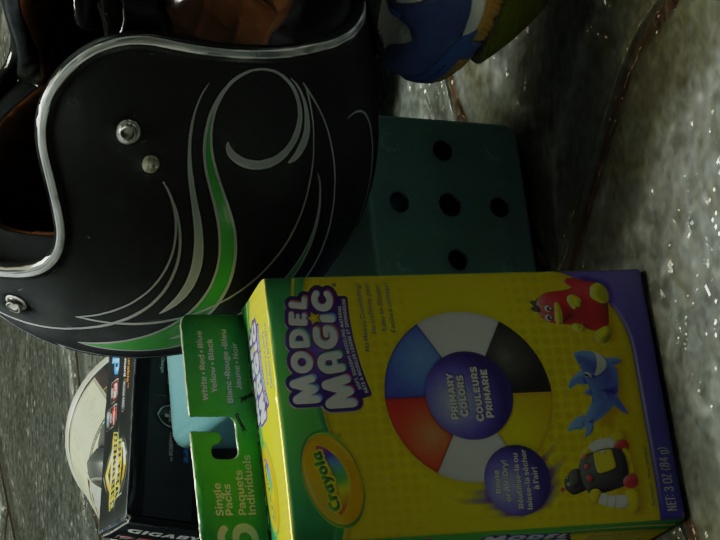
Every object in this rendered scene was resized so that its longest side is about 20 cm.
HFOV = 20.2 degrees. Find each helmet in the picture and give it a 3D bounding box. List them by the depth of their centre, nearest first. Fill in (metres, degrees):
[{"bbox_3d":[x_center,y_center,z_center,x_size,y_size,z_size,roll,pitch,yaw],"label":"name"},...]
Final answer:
[{"bbox_3d":[-0.093,-0.055,0.906,0.200,0.200,0.191,-114,34,-49],"label":"helmet"}]

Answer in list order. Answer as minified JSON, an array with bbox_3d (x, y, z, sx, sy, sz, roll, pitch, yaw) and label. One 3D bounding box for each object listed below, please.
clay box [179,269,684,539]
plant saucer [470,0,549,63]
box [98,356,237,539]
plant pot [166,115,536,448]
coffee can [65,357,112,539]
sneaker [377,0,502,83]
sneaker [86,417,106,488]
[{"bbox_3d":[0.029,0.061,0.850,0.048,0.200,0.115,131,135,-63],"label":"clay box"},{"bbox_3d":[0.075,-0.232,0.937,0.200,0.048,0.200,109,153,-45],"label":"plant saucer"},{"bbox_3d":[-0.062,0.061,1.139,0.046,0.159,0.200,-35,49,56],"label":"box"},{"bbox_3d":[0.000,0.000,1.048,0.200,0.141,0.141,-34,59,56],"label":"plant pot"},{"bbox_3d":[-0.110,0.137,1.354,0.200,0.146,0.146,-145,56,-67],"label":"coffee can"},{"bbox_3d":[0.024,-0.161,0.882,0.200,0.088,0.075,109,151,-48],"label":"sneaker"},{"bbox_3d":[-0.070,0.103,1.195,0.075,0.200,0.079,-4,75,42],"label":"sneaker"}]
